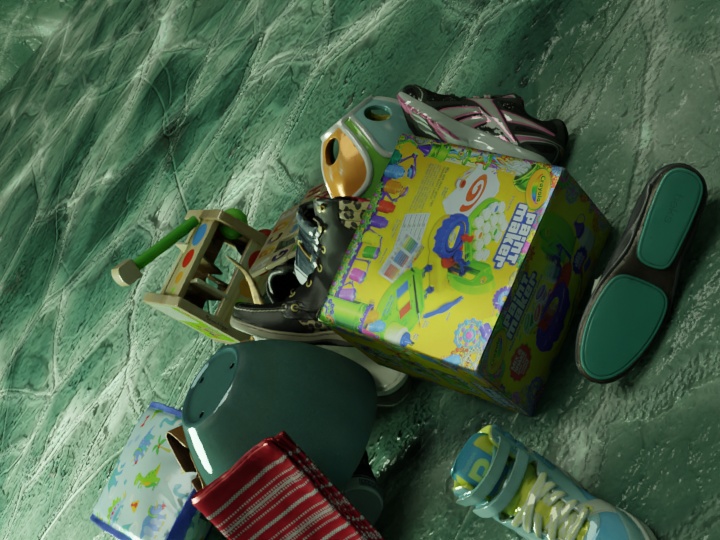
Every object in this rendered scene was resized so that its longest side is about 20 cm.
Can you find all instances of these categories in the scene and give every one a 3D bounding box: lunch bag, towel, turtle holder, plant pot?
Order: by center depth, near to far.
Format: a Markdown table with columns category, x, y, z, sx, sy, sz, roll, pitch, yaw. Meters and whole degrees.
| category | x | y | z | sx | sy | sz | roll | pitch | yaw |
| --- | --- | --- | --- | --- | --- | --- | --- | --- | --- |
| towel | -0.055 | 0.253 | 1.311 | 0.144 | 0.200 | 0.023 | -38 | 8 | 35 |
| plant pot | -0.098 | 0.147 | 1.384 | 0.200 | 0.134 | 0.201 | -41 | 28 | 27 |
| turtle holder | 0.038 | -0.136 | 1.581 | 0.185 | 0.132 | 0.141 | -41 | 3 | -14 |
| lunch bag | -0.221 | 0.258 | 1.664 | 0.172 | 0.127 | 0.200 | -65 | 17 | -12 |

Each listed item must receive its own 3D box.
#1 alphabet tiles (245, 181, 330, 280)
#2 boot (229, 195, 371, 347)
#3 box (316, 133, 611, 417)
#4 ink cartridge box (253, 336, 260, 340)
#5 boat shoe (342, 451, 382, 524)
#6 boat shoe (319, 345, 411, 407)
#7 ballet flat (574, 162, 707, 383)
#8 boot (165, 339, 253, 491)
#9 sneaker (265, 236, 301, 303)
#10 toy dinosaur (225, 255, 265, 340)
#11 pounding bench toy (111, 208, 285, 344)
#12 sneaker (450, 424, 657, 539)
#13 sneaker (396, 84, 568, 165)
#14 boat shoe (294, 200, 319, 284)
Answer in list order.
| category | x | y | z | sx | sy | sz | roll | pitch | yaw |
| --- | --- | --- | --- | --- | --- | --- | --- | --- | --- |
| alphabet tiles | -0.052 | -0.073 | 1.745 | 0.166 | 0.008 | 0.201 | -27 | 21 | 27 |
| boot | -0.039 | -0.001 | 1.443 | 0.197 | 0.073 | 0.153 | 4 | 97 | 21 |
| box | 0.098 | 0.001 | 1.307 | 0.191 | 0.122 | 0.202 | 17 | 76 | 39 |
| ink cartridge box | -0.026 | 0.028 | 1.601 | 0.199 | 0.037 | 0.094 | -38 | 15 | -31 |
| boat shoe | -0.053 | 0.266 | 1.422 | 0.200 | 0.071 | 0.091 | -46 | 24 | 16 |
| boat shoe | 0.006 | 0.109 | 1.496 | 0.072 | 0.061 | 0.201 | -32 | 23 | -15 |
| ballet flat | 0.240 | 0.003 | 1.202 | 0.202 | 0.072 | 0.073 | -66 | 27 | 1 |
| boot | -0.148 | 0.166 | 1.565 | 0.201 | 0.154 | 0.077 | 53 | 151 | 37 |
| sneaker | -0.072 | 0.005 | 1.707 | 0.077 | 0.083 | 0.201 | -44 | 30 | 25 |
| toy dinosaur | -0.109 | 0.073 | 1.678 | 0.060 | 0.202 | 0.106 | -19 | 0 | -12 |
| pounding bench toy | -0.212 | -0.015 | 1.842 | 0.124 | 0.199 | 0.158 | 4 | 66 | 61 |
| sneaker | 0.141 | 0.190 | 1.102 | 0.080 | 0.130 | 0.200 | -58 | 27 | -3 |
| sneaker | 0.133 | -0.152 | 1.475 | 0.199 | 0.081 | 0.087 | 31 | 73 | 23 |
| boat shoe | 0.000 | 0.000 | 1.496 | 0.199 | 0.092 | 0.071 | 28 | 46 | 35 |
